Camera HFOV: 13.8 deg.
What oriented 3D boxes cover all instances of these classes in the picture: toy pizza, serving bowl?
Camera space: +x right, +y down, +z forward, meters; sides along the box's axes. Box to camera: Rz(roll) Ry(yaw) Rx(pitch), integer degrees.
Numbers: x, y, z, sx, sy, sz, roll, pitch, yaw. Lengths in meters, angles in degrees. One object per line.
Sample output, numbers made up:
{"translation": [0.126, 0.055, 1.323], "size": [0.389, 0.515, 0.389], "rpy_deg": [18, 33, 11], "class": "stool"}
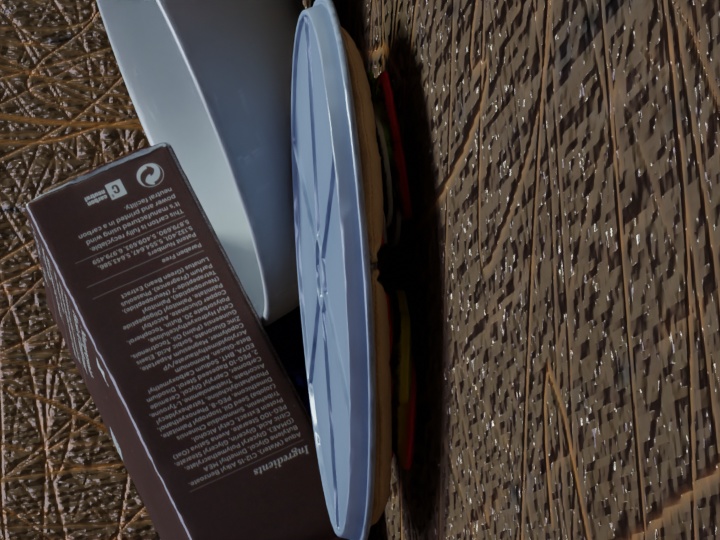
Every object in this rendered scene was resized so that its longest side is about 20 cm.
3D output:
{"translation": [0.000, 0.000, 1.082], "size": [0.200, 0.032, 0.202], "rpy_deg": [176, 90, -84], "class": "toy pizza"}
{"translation": [-0.053, -0.080, 1.258], "size": [0.201, 0.066, 0.200], "rpy_deg": [62, 168, 23], "class": "serving bowl"}

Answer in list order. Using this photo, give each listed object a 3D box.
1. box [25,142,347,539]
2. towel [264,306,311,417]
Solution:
{"translation": [-0.070, 0.059, 1.266], "size": [0.201, 0.075, 0.100], "rpy_deg": [60, 167, 25], "class": "box"}
{"translation": [-0.040, -0.022, 1.408], "size": [0.148, 0.049, 0.201], "rpy_deg": [123, 145, -68], "class": "towel"}
